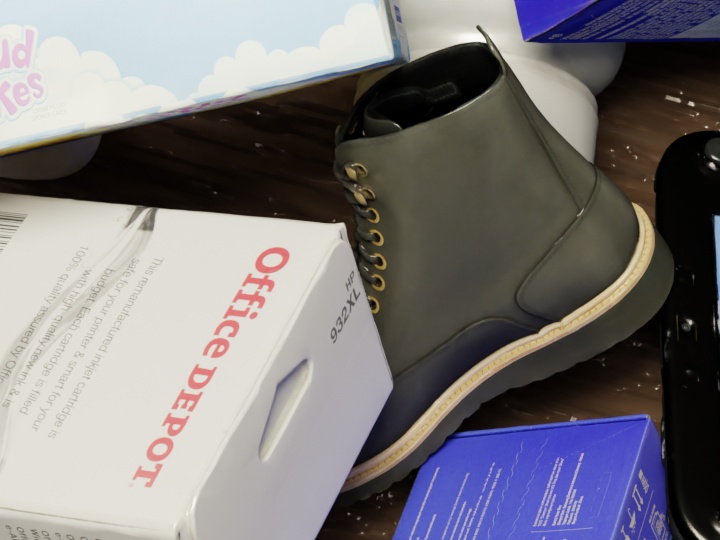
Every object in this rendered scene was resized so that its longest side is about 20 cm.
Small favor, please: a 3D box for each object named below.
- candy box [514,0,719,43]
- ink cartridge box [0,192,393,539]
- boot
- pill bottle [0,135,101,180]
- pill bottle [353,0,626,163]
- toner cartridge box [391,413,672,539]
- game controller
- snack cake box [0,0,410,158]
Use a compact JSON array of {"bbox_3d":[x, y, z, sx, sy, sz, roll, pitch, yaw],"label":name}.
[{"bbox_3d":[0.142,-0.179,1.075,0.199,0.077,0.170,-5,80,-38],"label":"candy box"},{"bbox_3d":[-0.109,0.052,0.990,0.199,0.084,0.145,6,46,26],"label":"ink cartridge box"},{"bbox_3d":[0.000,0.000,1.045,0.199,0.138,0.078,-34,39,8],"label":"boot"},{"bbox_3d":[-0.137,-0.149,1.146,0.112,0.113,0.201,11,72,10],"label":"pill bottle"},{"bbox_3d":[0.053,-0.131,1.118,0.113,0.114,0.201,4,71,8],"label":"pill bottle"},{"bbox_3d":[0.047,0.138,0.997,0.095,0.043,0.200,-8,37,29],"label":"toner cartridge box"},{"bbox_3d":[0.164,0.031,1.058,0.104,0.042,0.201,2,54,1],"label":"game controller"},{"bbox_3d":[-0.087,-0.084,1.002,0.199,0.115,0.068,-12,94,5],"label":"snack cake box"}]
